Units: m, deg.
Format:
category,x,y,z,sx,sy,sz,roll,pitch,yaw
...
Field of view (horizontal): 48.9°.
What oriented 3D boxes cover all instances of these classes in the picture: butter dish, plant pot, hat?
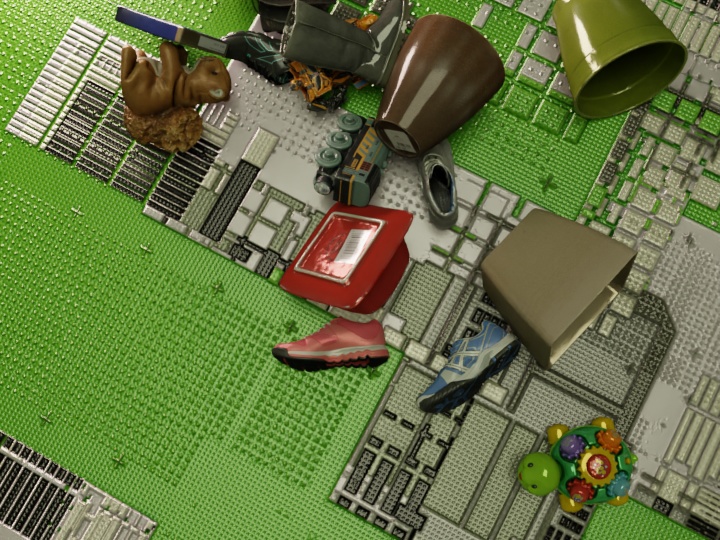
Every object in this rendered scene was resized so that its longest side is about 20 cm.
category,x,y,z,sx,sy,sz,roll,pitch,yaw
butter dish,0.000,0.000,1.345,0.199,0.148,0.200,14,63,45
plant pot,0.309,0.017,1.308,0.200,0.200,0.177,-46,68,-6
plant pot,0.116,-0.295,1.352,0.187,0.187,0.200,32,73,8
plant pot,0.432,-0.404,1.387,0.200,0.200,0.193,-18,67,-1
hat,-0.136,-0.469,1.444,0.200,0.201,0.081,7,118,4

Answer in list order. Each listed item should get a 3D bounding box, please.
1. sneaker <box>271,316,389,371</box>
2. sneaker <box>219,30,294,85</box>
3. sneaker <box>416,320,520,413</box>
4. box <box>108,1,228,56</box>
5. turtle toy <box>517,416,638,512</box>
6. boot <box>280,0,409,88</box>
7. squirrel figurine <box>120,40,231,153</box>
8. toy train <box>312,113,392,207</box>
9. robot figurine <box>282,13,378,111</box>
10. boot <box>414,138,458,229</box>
category,x,y,z,sx,sy,sz,roll,pitch,yaw
sneaker,-0.052,0.123,1.365,0.200,0.074,0.087,-2,66,-2
sneaker,-0.169,-0.388,1.454,0.200,0.075,0.079,7,82,4
sneaker,0.174,0.167,1.345,0.200,0.076,0.077,-37,58,-5
box,-0.350,-0.435,1.428,0.200,0.121,0.032,27,105,27
turtle toy,0.352,0.319,1.284,0.200,0.101,0.146,-9,79,1
boot,-0.026,-0.421,1.369,0.200,0.073,0.182,17,84,-16
squirrel figurine,-0.329,-0.309,1.433,0.186,0.142,0.200,4,93,-7
toy train,-0.008,-0.195,1.380,0.114,0.085,0.200,19,49,8
robot figurine,-0.041,-0.376,1.425,0.200,0.058,0.145,-34,104,-17
boot,0.137,-0.178,1.390,0.073,0.096,0.200,-13,79,0
